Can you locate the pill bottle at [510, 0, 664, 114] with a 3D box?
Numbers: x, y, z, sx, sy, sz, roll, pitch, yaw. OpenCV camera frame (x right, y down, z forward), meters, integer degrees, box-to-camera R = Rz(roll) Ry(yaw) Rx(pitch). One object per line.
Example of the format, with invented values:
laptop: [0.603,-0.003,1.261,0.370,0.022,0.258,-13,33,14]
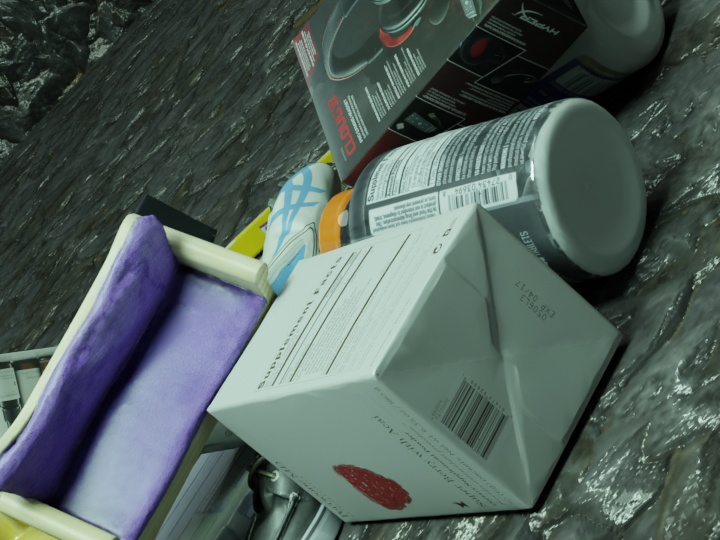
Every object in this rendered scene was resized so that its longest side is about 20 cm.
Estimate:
pill bottle: [0.108,-0.152,1.270,0.200,0.111,0.111,-30,25,43]

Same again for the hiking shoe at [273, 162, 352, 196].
hiking shoe: [0.025,-0.072,1.392,0.200,0.076,0.101,-42,40,12]

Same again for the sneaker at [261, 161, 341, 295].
sneaker: [-0.037,0.000,1.206,0.072,0.072,0.201,5,41,12]

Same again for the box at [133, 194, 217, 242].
box: [-0.212,0.055,1.562,0.200,0.079,0.141,-56,13,36]

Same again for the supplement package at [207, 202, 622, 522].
supplement package: [0.026,0.060,1.016,0.200,0.121,0.120,-18,36,59]

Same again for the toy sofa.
toy sofa: [-0.131,0.073,1.069,0.082,0.098,0.201,20,70,24]

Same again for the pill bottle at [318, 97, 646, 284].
pill bottle: [0.066,-0.033,1.086,0.199,0.106,0.107,-13,38,44]

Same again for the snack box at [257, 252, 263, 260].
snack box: [-0.129,0.068,1.412,0.200,0.024,0.072,-47,15,-2]

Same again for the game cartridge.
game cartridge: [-0.073,0.131,1.243,0.129,0.038,0.200,-9,43,57]

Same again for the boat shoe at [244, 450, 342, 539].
boat shoe: [-0.038,0.122,1.124,0.070,0.066,0.200,-20,33,55]

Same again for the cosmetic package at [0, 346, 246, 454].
cosmetic package: [-0.159,0.088,1.165,0.199,0.083,0.051,-7,-9,-39]

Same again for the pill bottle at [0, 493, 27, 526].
pill bottle: [-0.284,0.210,1.438,0.113,0.113,0.200,-37,21,31]

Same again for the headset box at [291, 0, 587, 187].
headset box: [0.041,-0.150,1.197,0.200,0.075,0.149,-47,42,30]

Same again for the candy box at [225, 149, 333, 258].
candy box: [-0.050,-0.061,1.502,0.200,0.026,0.102,-44,4,-18]

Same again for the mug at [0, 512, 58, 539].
mug: [-0.186,0.211,1.124,0.148,0.188,0.153,-13,20,8]
